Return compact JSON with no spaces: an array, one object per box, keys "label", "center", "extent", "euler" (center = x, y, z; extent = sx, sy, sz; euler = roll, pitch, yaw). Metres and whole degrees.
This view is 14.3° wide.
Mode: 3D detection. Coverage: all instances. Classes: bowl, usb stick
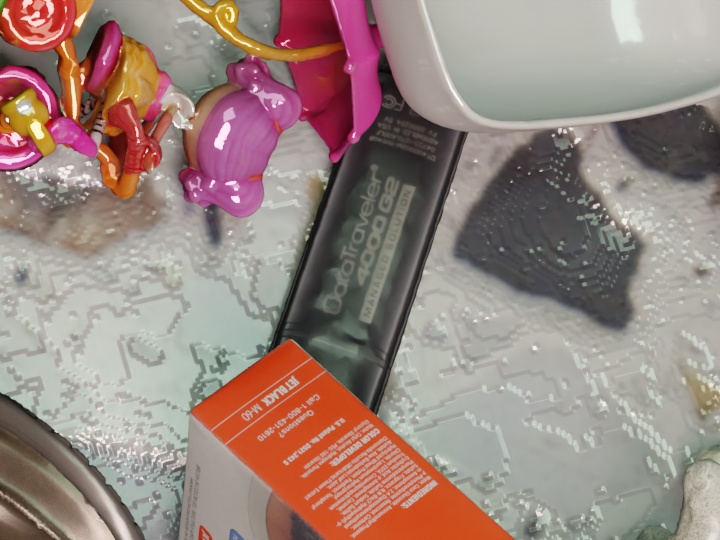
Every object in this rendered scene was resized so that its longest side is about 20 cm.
[{"label":"bowl","center":[0.075,-0.158,1.289],"extent":[0.199,0.075,0.201],"euler":[-11,87,-35]},{"label":"usb stick","center":[0.000,0.000,1.282],"extent":[0.055,0.033,0.201],"euler":[18,68,2]}]

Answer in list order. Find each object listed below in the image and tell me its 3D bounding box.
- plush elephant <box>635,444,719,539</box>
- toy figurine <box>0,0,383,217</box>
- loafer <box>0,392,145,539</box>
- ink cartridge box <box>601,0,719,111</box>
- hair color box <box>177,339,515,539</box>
[{"label":"plush elephant","center":[0.146,0.149,1.185],"extent":[0.164,0.155,0.201],"euler":[20,79,43]},{"label":"toy figurine","center":[-0.082,-0.091,1.258],"extent":[0.183,0.150,0.201],"euler":[25,89,-13]},{"label":"loafer","center":[-0.171,0.081,1.201],"extent":[0.200,0.073,0.071],"euler":[38,78,8]},{"label":"ink cartridge box","center":[0.138,-0.191,1.385],"extent":[0.160,0.050,0.201],"euler":[19,86,-5]},{"label":"hair color box","center":[0.014,0.135,1.156],"extent":[0.200,0.111,0.064],"euler":[40,57,23]}]
